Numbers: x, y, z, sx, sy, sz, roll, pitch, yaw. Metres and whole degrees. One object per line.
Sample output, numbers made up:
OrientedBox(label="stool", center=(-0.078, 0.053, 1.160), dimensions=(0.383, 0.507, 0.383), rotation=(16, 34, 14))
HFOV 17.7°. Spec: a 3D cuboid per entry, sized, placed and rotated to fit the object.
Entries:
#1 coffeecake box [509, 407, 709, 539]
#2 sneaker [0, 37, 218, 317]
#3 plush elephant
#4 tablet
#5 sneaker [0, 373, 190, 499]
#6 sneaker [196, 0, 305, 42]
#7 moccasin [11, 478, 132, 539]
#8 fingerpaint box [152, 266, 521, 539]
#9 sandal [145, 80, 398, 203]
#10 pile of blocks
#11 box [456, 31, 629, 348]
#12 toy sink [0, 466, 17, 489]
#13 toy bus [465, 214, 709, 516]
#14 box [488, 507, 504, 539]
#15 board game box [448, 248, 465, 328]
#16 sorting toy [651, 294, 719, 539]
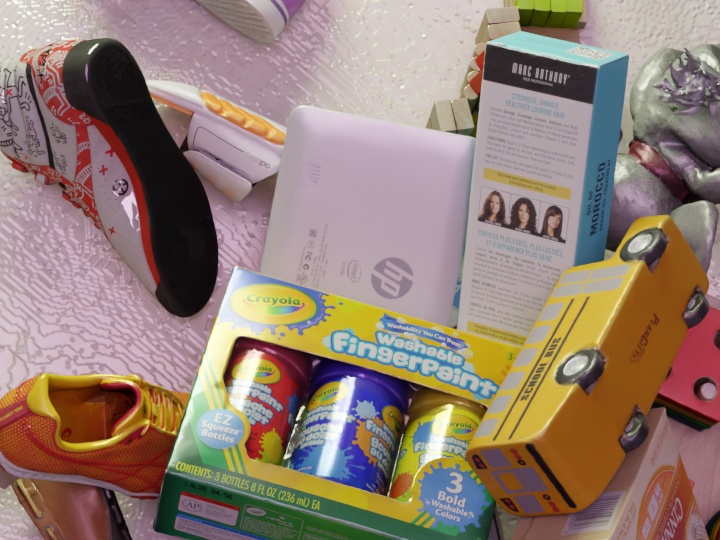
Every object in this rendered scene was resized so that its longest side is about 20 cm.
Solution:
OrientedBox(label="coffeecake box", center=(0.171, 0.213, 1.440), dimensions=(0.073, 0.154, 0.201), rotation=(-11, 113, 26))
OrientedBox(label="sneaker", center=(-0.172, -0.061, 1.534), dimensions=(0.067, 0.108, 0.202), rotation=(-46, 124, -40))
OrientedBox(label="plush elephant", center=(0.213, -0.064, 1.541), dimensions=(0.155, 0.200, 0.165), rotation=(-47, 61, 20))
OrientedBox(label="tablet", center=(0.000, 0.000, 1.515), dimensions=(0.129, 0.014, 0.201), rotation=(10, 102, -4))
OrientedBox(label="sneaker", center=(-0.144, 0.101, 1.455), dimensions=(0.200, 0.077, 0.073), rotation=(3, 63, -52))
OrientedBox(label="sneaker", center=(-0.110, -0.257, 1.580), dimensions=(0.200, 0.073, 0.115), rotation=(37, 73, -10))
OrientedBox(label="moccasin", center=(-0.171, 0.210, 1.477), dimensions=(0.077, 0.074, 0.202), rotation=(-23, 85, -4))
OrientedBox(label="fingerpaint box", center=(-0.010, 0.104, 1.438), dimensions=(0.199, 0.074, 0.167), rotation=(17, 51, 1))
OrientedBox(label="sandal", center=(-0.061, -0.067, 1.539), dimensions=(0.206, 0.079, 0.059), rotation=(26, 97, 3))
OrientedBox(label="pile of blocks", center=(0.109, -0.143, 1.570), dimensions=(0.082, 0.062, 0.201), rotation=(24, 68, 3))
OrientedBox(label="box", center=(0.117, -0.047, 1.494), dimensions=(0.082, 0.049, 0.201), rotation=(16, 111, 27))
OrientedBox(label="toy sink", center=(-0.296, 0.101, 1.434), dimensions=(0.200, 0.131, 0.112), rotation=(-45, 58, -14))
OrientedBox(label="toy bus", center=(0.143, 0.056, 1.415), dimensions=(0.065, 0.078, 0.200), rotation=(53, 49, -25))
OrientedBox(label="box", center=(-0.010, 0.178, 1.510), dimensions=(0.199, 0.060, 0.117), rotation=(-10, 80, -9))
OrientedBox(label="board game box", center=(0.041, -0.002, 1.570), dimensions=(0.200, 0.030, 0.096), rotation=(-33, 85, -10))
OrientedBox(label="sorting toy", center=(0.244, 0.123, 1.549), dimensions=(0.198, 0.070, 0.201), rotation=(25, 77, -2))
